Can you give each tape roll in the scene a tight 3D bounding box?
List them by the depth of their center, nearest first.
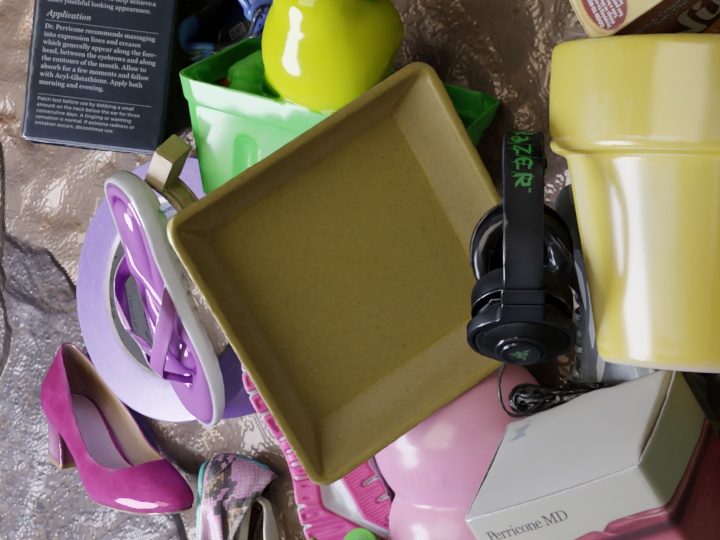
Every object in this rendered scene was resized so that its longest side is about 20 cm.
[{"bbox_3d":[-0.124,0.014,1.385,0.199,0.066,0.201,-1,88,33],"label":"tape roll"}]

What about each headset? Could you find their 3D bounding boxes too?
[{"bbox_3d":[0.112,0.010,1.103,0.093,0.124,0.201,2,128,4],"label":"headset"}]

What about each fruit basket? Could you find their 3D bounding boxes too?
[{"bbox_3d":[-0.015,-0.133,1.236,0.214,0.155,0.217,8,112,21],"label":"fruit basket"}]

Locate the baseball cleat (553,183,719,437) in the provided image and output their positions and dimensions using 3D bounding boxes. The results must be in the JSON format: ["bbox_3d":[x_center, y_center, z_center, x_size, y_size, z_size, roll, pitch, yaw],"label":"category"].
[{"bbox_3d":[0.156,0.046,1.190,0.106,0.070,0.201,-34,70,28],"label":"baseball cleat"}]

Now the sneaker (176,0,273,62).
[{"bbox_3d":[-0.058,-0.208,1.337,0.200,0.078,0.076,-41,68,27],"label":"sneaker"}]

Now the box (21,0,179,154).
[{"bbox_3d":[-0.194,-0.192,1.371,0.106,0.148,0.201,6,92,-9],"label":"box"}]

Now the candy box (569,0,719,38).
[{"bbox_3d":[0.237,-0.205,1.114,0.200,0.115,0.056,-33,71,29],"label":"candy box"}]

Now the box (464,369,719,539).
[{"bbox_3d":[0.175,0.181,1.099,0.127,0.109,0.201,-23,109,32],"label":"box"}]

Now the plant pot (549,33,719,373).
[{"bbox_3d":[0.209,-0.037,1.079,0.200,0.200,0.190,4,93,34],"label":"plant pot"}]

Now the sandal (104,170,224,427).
[{"bbox_3d":[-0.152,0.026,1.289,0.082,0.050,0.204,21,133,57],"label":"sandal"}]

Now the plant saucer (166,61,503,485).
[{"bbox_3d":[0.000,0.000,1.145,0.201,0.199,0.048,61,166,-16],"label":"plant saucer"}]

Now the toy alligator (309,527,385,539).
[{"bbox_3d":[0.015,0.235,1.251,0.059,0.200,0.054,21,58,42],"label":"toy alligator"}]

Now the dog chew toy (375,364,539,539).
[{"bbox_3d":[0.071,0.159,1.220,0.124,0.124,0.201,2,97,34],"label":"dog chew toy"}]

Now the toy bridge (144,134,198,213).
[{"bbox_3d":[-0.063,-0.013,1.250,0.199,0.027,0.067,33,135,4],"label":"toy bridge"}]

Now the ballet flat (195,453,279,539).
[{"bbox_3d":[-0.097,0.240,1.366,0.071,0.069,0.201,9,93,19],"label":"ballet flat"}]

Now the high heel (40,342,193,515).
[{"bbox_3d":[-0.190,0.125,1.414,0.200,0.067,0.097,22,112,55],"label":"high heel"}]

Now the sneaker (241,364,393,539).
[{"bbox_3d":[-0.028,0.107,1.295,0.081,0.088,0.201,-15,86,6],"label":"sneaker"}]
